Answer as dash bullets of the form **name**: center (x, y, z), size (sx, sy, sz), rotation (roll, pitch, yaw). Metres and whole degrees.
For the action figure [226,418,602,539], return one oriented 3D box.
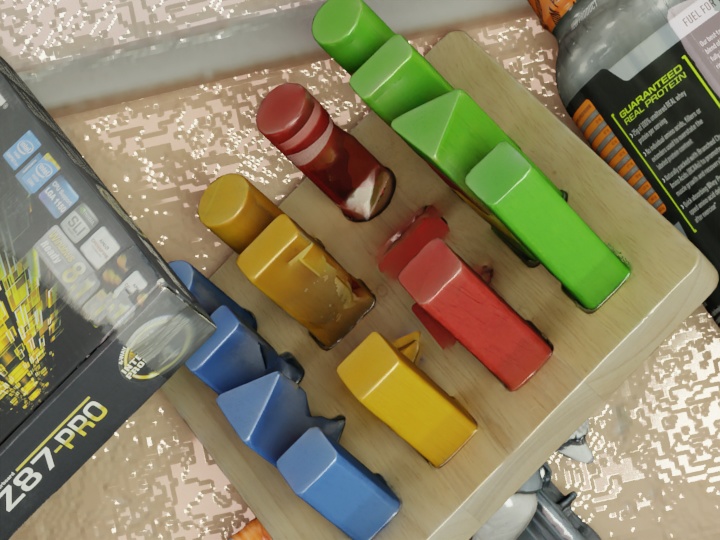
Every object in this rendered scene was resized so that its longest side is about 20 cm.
- **action figure**: center (0.037, 0.120, 1.200), size (0.200, 0.105, 0.194), rotation (40, 101, 8)

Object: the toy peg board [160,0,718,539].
- **toy peg board**: center (0.000, 0.000, 1.157), size (0.199, 0.098, 0.200), rotation (-45, 42, 3)

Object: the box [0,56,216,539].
- **box**: center (-0.170, 0.013, 1.208), size (0.161, 0.049, 0.200), rotation (-43, 51, 3)

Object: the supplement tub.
- **supplement tub**: center (0.162, -0.058, 1.181), size (0.122, 0.123, 0.201), rotation (-35, 85, 4)
